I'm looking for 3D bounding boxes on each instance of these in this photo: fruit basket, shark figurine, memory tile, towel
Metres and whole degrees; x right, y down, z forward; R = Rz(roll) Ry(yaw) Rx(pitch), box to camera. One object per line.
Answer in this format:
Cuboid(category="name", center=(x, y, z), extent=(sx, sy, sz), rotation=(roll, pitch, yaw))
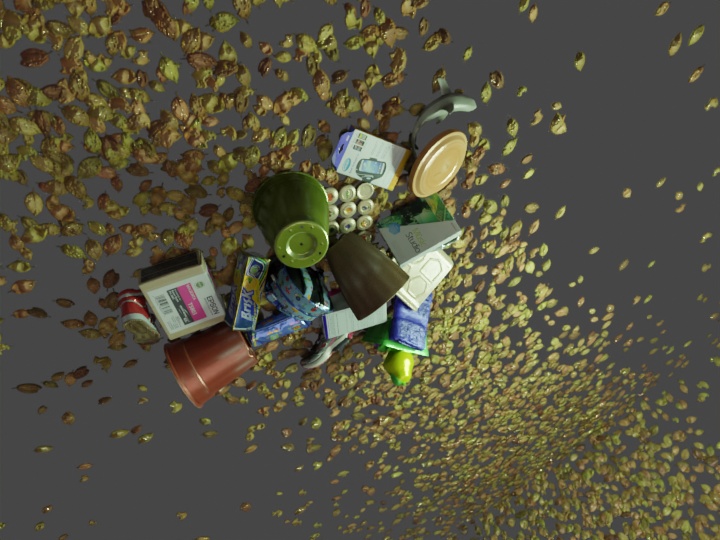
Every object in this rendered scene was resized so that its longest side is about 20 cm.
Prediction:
Cuboid(category="fruit basket", center=(0.114, 0.262, 1.623), extent=(0.214, 0.155, 0.217), rotation=(0, 90, -34))
Cuboid(category="shark figurine", center=(0.195, -0.386, 1.270), extent=(0.214, 0.090, 0.128), rotation=(-39, 128, 4))
Cuboid(category="memory tile", center=(-0.036, -0.145, 1.387), extent=(0.152, 0.017, 0.201), rotation=(-11, 127, -16))
Cuboid(category="towel", center=(0.163, 0.138, 1.575), extent=(0.147, 0.201, 0.049), rotation=(25, 155, -36))

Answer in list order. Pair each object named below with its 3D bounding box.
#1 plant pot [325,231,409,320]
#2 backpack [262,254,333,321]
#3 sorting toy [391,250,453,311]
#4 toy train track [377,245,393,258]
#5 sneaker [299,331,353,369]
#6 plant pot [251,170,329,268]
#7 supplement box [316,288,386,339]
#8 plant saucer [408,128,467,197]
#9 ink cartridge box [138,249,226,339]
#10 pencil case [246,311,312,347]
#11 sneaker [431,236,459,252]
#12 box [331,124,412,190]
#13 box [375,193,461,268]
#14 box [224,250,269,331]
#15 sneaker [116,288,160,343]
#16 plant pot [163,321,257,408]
Cuboid(category="plant pot", center=(0.000, 0.000, 1.373), extent=(0.187, 0.187, 0.200), rotation=(-40, 94, 8))
Cuboid(category="backpack", center=(-0.167, 0.059, 1.358), extent=(0.135, 0.200, 0.182), rotation=(-45, 129, 11))
Cuboid(category="sorting toy", center=(0.167, -0.004, 1.526), extent=(0.185, 0.036, 0.200), rotation=(42, 84, -28))
Cuboid(category="toy train track", center=(0.070, 0.000, 1.526), extent=(0.115, 0.032, 0.201), rotation=(-40, 140, -21))
Cuboid(category="sneaker", center=(-0.115, 0.233, 1.595), extent=(0.200, 0.081, 0.075), rotation=(-41, 101, 8))
Cuboid(category="plant pot", center=(-0.157, -0.111, 1.234), extent=(0.199, 0.193, 0.202), rotation=(-9, 126, -12))
Cuboid(category="supplement box", center=(-0.029, 0.114, 1.521), extent=(0.199, 0.101, 0.104), rotation=(-15, 129, -12))
Cuboid(category="plant saucer", center=(0.210, -0.277, 1.335), extent=(0.200, 0.032, 0.201), rotation=(-33, 151, -21))
Cuboid(category="ink cartridge box", center=(-0.459, 0.066, 1.318), extent=(0.164, 0.075, 0.201), rotation=(-20, 129, -8))
Cuboid(category="pencil case", center=(-0.237, 0.155, 1.474), extent=(0.199, 0.078, 0.087), rotation=(-21, 159, -9))
Cuboid(category="sneaker", center=(0.194, -0.082, 1.450), extent=(0.199, 0.087, 0.075), rotation=(-22, 113, -17))
Cuboid(category="box", center=(0.021, -0.290, 1.295), extent=(0.199, 0.042, 0.120), rotation=(15, 117, -28))
Cuboid(category="box", center=(0.161, -0.116, 1.416), extent=(0.199, 0.145, 0.036), rotation=(-29, 164, -3))
Cuboid(category="box", center=(-0.301, 0.055, 1.335), extent=(0.064, 0.070, 0.202), rotation=(7, 101, -37))
Cuboid(category="sneaker", center=(-0.577, 0.116, 1.318), extent=(0.071, 0.113, 0.200), rotation=(-16, 158, -15))
Cuboid(category="plant pot", center=(-0.405, 0.241, 1.404), extent=(0.194, 0.201, 0.202), rotation=(-30, 131, -12))
